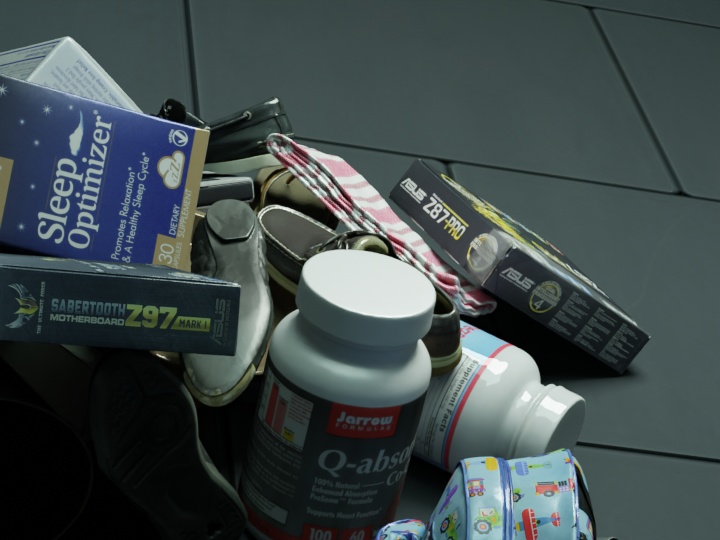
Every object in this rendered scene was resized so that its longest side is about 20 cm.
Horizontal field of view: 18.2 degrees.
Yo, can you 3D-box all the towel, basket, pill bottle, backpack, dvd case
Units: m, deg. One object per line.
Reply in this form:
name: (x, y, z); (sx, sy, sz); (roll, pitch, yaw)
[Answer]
towel: (0.020, -0.038, 1.791); (0.200, 0.030, 0.146); (44, 8, 15)
basket: (-0.297, 0.096, 1.520); (0.180, 0.136, 0.200); (5, 24, -31)
pill bottle: (0.065, 0.093, 1.711); (0.200, 0.109, 0.109); (25, 29, 20)
backpack: (0.072, 0.207, 1.397); (0.134, 0.201, 0.183); (12, 28, -3)
pill bottle: (-0.015, 0.094, 1.570); (0.115, 0.201, 0.116); (10, 28, -5)
dvd case: (-0.205, -0.059, 1.872); (0.199, 0.025, 0.150); (-7, 7, -19)

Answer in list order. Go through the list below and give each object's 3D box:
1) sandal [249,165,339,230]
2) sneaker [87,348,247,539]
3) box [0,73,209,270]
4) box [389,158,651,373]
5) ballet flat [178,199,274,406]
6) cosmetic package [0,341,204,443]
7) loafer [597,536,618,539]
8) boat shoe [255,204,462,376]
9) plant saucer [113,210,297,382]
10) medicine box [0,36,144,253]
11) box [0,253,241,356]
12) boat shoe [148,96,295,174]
sandal: (-0.057, -0.053, 1.850); (0.080, 0.054, 0.200); (14, 27, 2)
sneaker: (-0.152, 0.108, 1.509); (0.076, 0.200, 0.114); (-42, 51, -13)
box: (-0.212, -0.064, 1.589); (0.199, 0.122, 0.032); (14, -13, -21)
box: (0.134, -0.004, 1.897); (0.200, 0.049, 0.161); (31, 12, -40)
ballet flat: (-0.093, 0.027, 1.601); (0.066, 0.057, 0.200); (1, 40, 1)
cosmetic package: (-0.172, 0.059, 1.687); (0.103, 0.087, 0.200); (34, 32, 27)
loafer: (0.160, 0.212, 1.568); (0.200, 0.071, 0.068); (26, 29, 23)
boat shoe: (0.000, 0.000, 1.672); (0.200, 0.065, 0.073); (33, 43, 22)
plant saucer: (-0.129, 0.020, 1.655); (0.199, 0.030, 0.200); (17, 33, -11)
medicine box: (-0.283, -0.065, 1.683); (0.200, 0.103, 0.182); (-53, 25, -21)
box: (-0.179, 0.019, 1.463); (0.157, 0.051, 0.200); (4, 1, -19)
boat shoe: (-0.148, -0.113, 1.888); (0.199, 0.066, 0.074); (-3, 9, 27)
